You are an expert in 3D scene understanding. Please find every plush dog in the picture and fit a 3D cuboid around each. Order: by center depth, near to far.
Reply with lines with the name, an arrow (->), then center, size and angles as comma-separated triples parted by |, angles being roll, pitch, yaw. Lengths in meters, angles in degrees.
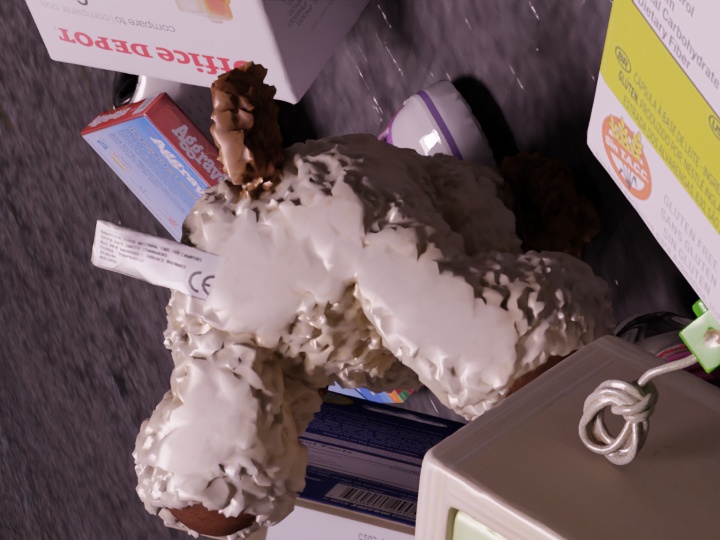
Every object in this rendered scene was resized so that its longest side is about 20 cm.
plush dog -> 0.000, 0.000, 0.989 | 0.162, 0.199, 0.172 | 67, -163, 6

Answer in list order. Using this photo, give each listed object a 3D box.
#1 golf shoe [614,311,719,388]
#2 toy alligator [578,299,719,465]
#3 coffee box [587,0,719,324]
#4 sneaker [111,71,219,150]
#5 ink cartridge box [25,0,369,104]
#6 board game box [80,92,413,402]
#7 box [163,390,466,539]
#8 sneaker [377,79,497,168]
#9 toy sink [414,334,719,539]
golf shoe -> 0.135, 0.110, 0.960 | 0.092, 0.072, 0.202 | -120, 18, -71
toy alligator -> 0.138, -0.003, 0.762 | 0.059, 0.054, 0.200 | 54, 137, 9
coffee box -> 0.181, -0.045, 0.408 | 0.201, 0.198, 0.198 | 57, 159, 30
sneaker -> -0.092, -0.076, 1.356 | 0.074, 0.080, 0.201 | 27, 138, 61
ink cartridge box -> -0.091, -0.178, 1.080 | 0.144, 0.084, 0.201 | 13, 143, 30
board game box -> -0.057, -0.008, 1.304 | 0.200, 0.019, 0.103 | 49, 161, -15
box -> 0.001, 0.093, 1.109 | 0.200, 0.120, 0.033 | -33, -46, -74
sneaker -> -0.001, -0.004, 1.128 | 0.073, 0.114, 0.201 | 60, 160, 22
toy sink -> 0.119, 0.135, 0.825 | 0.199, 0.112, 0.131 | 29, 131, 32
